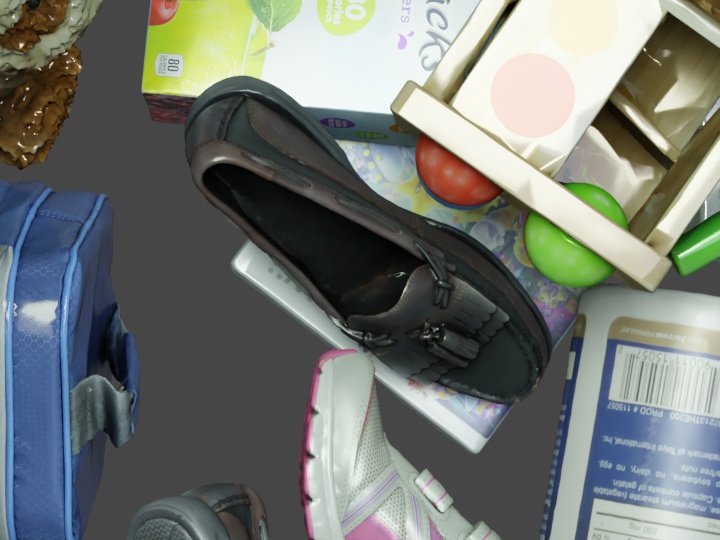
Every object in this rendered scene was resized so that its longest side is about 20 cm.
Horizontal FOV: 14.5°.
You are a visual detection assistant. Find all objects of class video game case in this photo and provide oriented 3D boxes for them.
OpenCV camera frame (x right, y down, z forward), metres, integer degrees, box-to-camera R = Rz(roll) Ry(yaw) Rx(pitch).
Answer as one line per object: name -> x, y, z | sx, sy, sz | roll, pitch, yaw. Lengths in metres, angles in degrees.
video game case -> 0.055, -0.038, 1.296 | 0.143, 0.018, 0.200 | 37, 82, -1

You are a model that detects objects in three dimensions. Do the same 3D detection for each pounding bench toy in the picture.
pounding bench toy -> 0.128, -0.056, 1.146 | 0.199, 0.124, 0.156 | 35, 91, 2

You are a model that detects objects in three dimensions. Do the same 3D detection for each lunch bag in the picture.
lunch bag -> -0.156, 0.038, 1.168 | 0.131, 0.200, 0.137 | 0, 104, -2

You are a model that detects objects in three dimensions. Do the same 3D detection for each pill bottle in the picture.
pill bottle -> 0.135, 0.112, 1.239 | 0.110, 0.111, 0.202 | 10, 87, -5

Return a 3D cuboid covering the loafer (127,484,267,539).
loafer -> -0.048, 0.190, 1.219 | 0.063, 0.072, 0.202 | -19, 102, -51

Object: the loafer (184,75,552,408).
loafer -> 0.000, 0.000, 1.223 | 0.200, 0.063, 0.072 | 40, 116, -15

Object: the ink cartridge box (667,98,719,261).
ink cartridge box -> 0.234, -0.077, 1.274 | 0.198, 0.087, 0.147 | 1, 88, -13

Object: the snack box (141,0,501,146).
snack box -> 0.010, -0.145, 1.264 | 0.198, 0.068, 0.170 | 5, 81, 1

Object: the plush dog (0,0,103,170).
plush dog -> -0.187, -0.136, 1.202 | 0.171, 0.160, 0.202 | 5, 101, -23

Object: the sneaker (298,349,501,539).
sneaker -> 0.025, 0.129, 1.244 | 0.088, 0.081, 0.201 | -14, 92, -3
